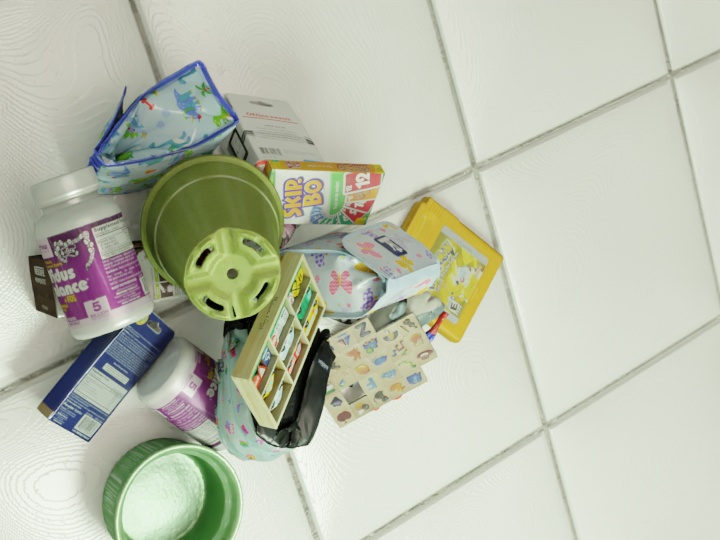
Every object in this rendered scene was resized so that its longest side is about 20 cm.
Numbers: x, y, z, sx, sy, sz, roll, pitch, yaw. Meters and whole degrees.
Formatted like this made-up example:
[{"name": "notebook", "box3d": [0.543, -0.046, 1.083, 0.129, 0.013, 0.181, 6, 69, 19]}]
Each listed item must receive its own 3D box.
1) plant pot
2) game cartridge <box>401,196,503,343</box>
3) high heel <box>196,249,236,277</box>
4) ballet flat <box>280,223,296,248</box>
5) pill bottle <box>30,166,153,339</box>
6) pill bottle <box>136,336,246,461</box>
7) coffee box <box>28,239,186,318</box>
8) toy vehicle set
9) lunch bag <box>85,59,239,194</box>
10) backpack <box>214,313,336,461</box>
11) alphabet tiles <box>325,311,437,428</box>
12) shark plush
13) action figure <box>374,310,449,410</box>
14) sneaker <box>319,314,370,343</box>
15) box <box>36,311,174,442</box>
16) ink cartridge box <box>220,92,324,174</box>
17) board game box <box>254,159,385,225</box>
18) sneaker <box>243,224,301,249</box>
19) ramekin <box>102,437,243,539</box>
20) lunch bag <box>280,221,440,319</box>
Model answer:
[{"name": "plant pot", "box3d": [-0.179, -0.026, 1.499, 0.198, 0.190, 0.202, -6, 113, -13]}, {"name": "game cartridge", "box3d": [0.133, -0.002, 1.953, 0.199, 0.032, 0.177, 36, 77, -30]}, {"name": "high heel", "box3d": [-0.172, 0.004, 1.664, 0.068, 0.095, 0.201, -66, 153, -26]}, {"name": "ballet flat", "box3d": [-0.181, -0.099, 1.698, 0.071, 0.199, 0.069, -52, 165, -42]}, {"name": "pill bottle", "box3d": [-0.346, -0.024, 1.472, 0.111, 0.112, 0.202, -23, 98, -27]}, {"name": "pill bottle", "box3d": [-0.223, 0.195, 1.707, 0.200, 0.112, 0.113, 41, 75, -29]}, {"name": "coffee box", "box3d": [-0.347, 0.007, 1.611, 0.198, 0.113, 0.081, -10, 100, -31]}, {"name": "toy vehicle set", "box3d": [-0.106, 0.092, 1.544, 0.125, 0.026, 0.201, 67, 37, -51]}, {"name": "lunch bag", "box3d": [-0.290, -0.179, 1.583, 0.199, 0.170, 0.128, -37, 93, -23]}, {"name": "backpack", "box3d": [-0.128, 0.168, 1.642, 0.166, 0.126, 0.202, 16, 61, -30]}, {"name": "alphabet tiles", "box3d": [0.017, 0.148, 1.843, 0.199, 0.008, 0.168, -29, 122, 4]}, {"name": "shark plush", "box3d": [0.047, 0.112, 1.858, 0.083, 0.091, 0.201, 36, 89, -20]}, {"name": "action figure", "box3d": [0.071, 0.144, 1.912, 0.065, 0.052, 0.201, 31, 89, -23]}, {"name": "sneaker", "box3d": [-0.078, 0.078, 1.812, 0.198, 0.075, 0.082, 16, 96, -31]}, {"name": "box", "box3d": [-0.352, 0.139, 1.622, 0.200, 0.032, 0.121, -50, 153, -9]}, {"name": "ink cartridge box", "box3d": [-0.132, -0.175, 1.713, 0.115, 0.201, 0.068, 4, 129, -32]}, {"name": "board game box", "box3d": [-0.067, -0.110, 1.644, 0.198, 0.030, 0.096, 1, 130, -27]}, {"name": "sneaker", "box3d": [-0.163, -0.062, 1.740, 0.199, 0.071, 0.073, -37, 113, -21]}, {"name": "ramekin", "box3d": [-0.280, 0.343, 1.696, 0.198, 0.097, 0.203, -4, 97, -31]}, {"name": "lunch bag", "box3d": [0.000, 0.000, 1.695, 0.169, 0.198, 0.129, -20, 108, -55]}]
